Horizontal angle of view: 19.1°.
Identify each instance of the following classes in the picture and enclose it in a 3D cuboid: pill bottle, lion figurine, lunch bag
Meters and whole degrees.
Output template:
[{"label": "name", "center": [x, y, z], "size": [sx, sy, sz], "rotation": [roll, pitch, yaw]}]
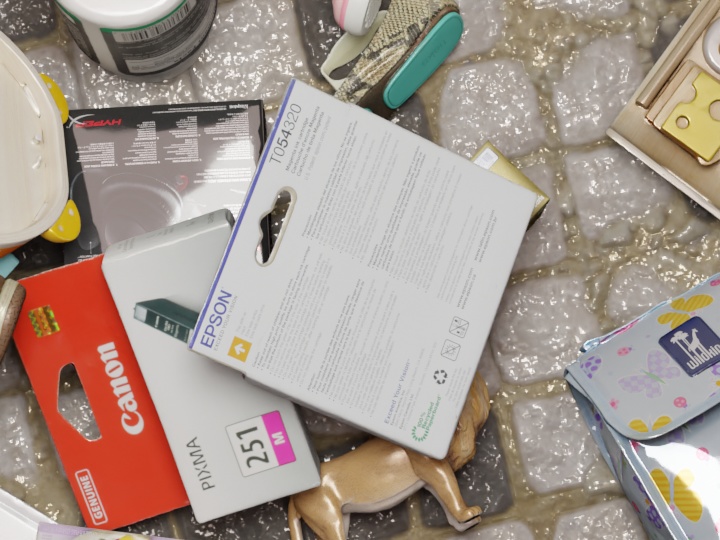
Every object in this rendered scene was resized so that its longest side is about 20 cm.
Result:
[{"label": "pill bottle", "center": [-0.157, -0.199, 1.491], "size": [0.112, 0.200, 0.114], "rotation": [0, 81, -1]}, {"label": "lion figurine", "center": [0.012, 0.146, 1.506], "size": [0.199, 0.072, 0.123], "rotation": [-29, 75, 0]}, {"label": "lunch bag", "center": [0.255, 0.110, 1.487], "size": [0.169, 0.127, 0.201], "rotation": [-26, 76, -6]}]

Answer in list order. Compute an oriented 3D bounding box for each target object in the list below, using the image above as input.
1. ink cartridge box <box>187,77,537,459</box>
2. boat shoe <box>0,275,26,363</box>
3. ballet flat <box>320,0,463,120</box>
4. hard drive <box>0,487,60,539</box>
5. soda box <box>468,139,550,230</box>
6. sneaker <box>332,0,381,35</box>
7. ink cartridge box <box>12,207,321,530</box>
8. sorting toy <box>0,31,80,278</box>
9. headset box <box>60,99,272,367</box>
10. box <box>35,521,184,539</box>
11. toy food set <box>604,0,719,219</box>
[{"label": "ink cartridge box", "center": [0.000, 0.000, 1.438], "size": [0.199, 0.043, 0.197], "rotation": [25, 80, -18]}, {"label": "boat shoe", "center": [-0.295, 0.069, 1.455], "size": [0.075, 0.203, 0.075], "rotation": [26, 38, -14]}, {"label": "ballet flat", "center": [-0.003, -0.125, 1.557], "size": [0.075, 0.068, 0.200], "rotation": [27, 75, 25]}, {"label": "hard drive", "center": [-0.291, 0.249, 1.509], "size": [0.132, 0.025, 0.201], "rotation": [30, 82, 4]}, {"label": "soda box", "center": [0.044, 0.004, 1.528], "size": [0.064, 0.068, 0.200], "rotation": [43, 83, 5]}, {"label": "sneaker", "center": [-0.024, -0.262, 1.556], "size": [0.104, 0.075, 0.201], "rotation": [8, 64, 2]}, {"label": "ink cartridge box", "center": [-0.138, 0.078, 1.462], "size": [0.173, 0.044, 0.201], "rotation": [-18, 106, 3]}, {"label": "sorting toy", "center": [-0.291, -0.049, 1.488], "size": [0.180, 0.107, 0.201], "rotation": [-35, 51, 35]}, {"label": "headset box", "center": [-0.136, -0.014, 1.526], "size": [0.148, 0.075, 0.201], "rotation": [-4, 81, -1]}, {"label": "box", "center": [-0.126, 0.205, 1.474], "size": [0.199, 0.041, 0.039], "rotation": [6, 81, 6]}, {"label": "toy food set", "center": [0.289, -0.135, 1.555], "size": [0.143, 0.060, 0.200], "rotation": [36, 82, 5]}]
